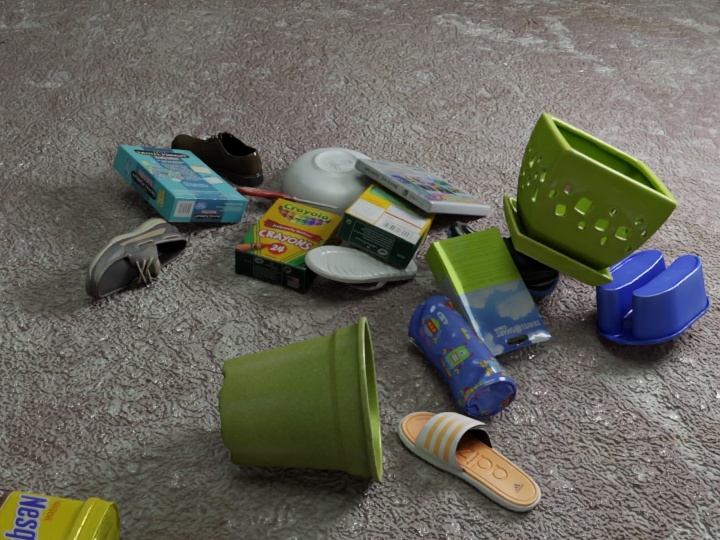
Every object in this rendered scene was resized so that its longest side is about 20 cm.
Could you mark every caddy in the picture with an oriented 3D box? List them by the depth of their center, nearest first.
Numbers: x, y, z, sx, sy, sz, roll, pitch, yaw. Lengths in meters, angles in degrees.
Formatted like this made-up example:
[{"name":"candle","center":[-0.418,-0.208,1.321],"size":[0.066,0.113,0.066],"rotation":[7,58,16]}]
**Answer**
[{"name":"caddy","center":[0.452,0.049,1.390],"size":[0.199,0.106,0.141],"rotation":[-29,27,-34]}]

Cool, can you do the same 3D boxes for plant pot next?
[{"name":"plant pot","center":[-0.073,0.167,1.109],"size":[0.182,0.202,0.201],"rotation":[-6,37,3]},{"name":"plant pot","center":[0.332,-0.102,1.378],"size":[0.199,0.182,0.199],"rotation":[25,23,-10]}]

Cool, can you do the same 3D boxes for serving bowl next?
[{"name":"serving bowl","center":[-0.044,-0.172,1.644],"size":[0.198,0.066,0.201],"rotation":[5,36,-3]}]

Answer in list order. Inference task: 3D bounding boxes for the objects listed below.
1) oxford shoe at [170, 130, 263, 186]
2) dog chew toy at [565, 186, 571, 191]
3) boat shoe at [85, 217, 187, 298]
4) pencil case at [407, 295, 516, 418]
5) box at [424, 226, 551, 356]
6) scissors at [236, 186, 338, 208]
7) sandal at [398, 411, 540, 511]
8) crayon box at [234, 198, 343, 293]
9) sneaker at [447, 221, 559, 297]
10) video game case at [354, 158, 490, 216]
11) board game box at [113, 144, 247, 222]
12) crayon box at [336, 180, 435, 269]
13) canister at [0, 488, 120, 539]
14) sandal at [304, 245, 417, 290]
[{"name":"oxford shoe","center":[-0.268,-0.229,1.675],"size":[0.198,0.085,0.073],"rotation":[18,40,18]},{"name":"dog chew toy","center":[0.403,-0.098,1.569],"size":[0.123,0.125,0.201],"rotation":[8,45,2]},{"name":"boat shoe","center":[-0.344,-0.019,1.393],"size":[0.073,0.075,0.200],"rotation":[21,40,19]},{"name":"pencil case","center":[0.137,0.122,1.268],"size":[0.087,0.078,0.200],"rotation":[-34,46,-2]},{"name":"box","center":[0.193,0.038,1.364],"size":[0.121,0.048,0.201],"rotation":[-14,66,-22]},{"name":"scissors","center":[-0.126,-0.129,1.585],"size":[0.198,0.014,0.073],"rotation":[9,5,12]},{"name":"sandal","center":[0.144,0.226,1.147],"size":[0.206,0.060,0.079],"rotation":[28,42,27]},{"name":"crayon box","center":[-0.110,-0.053,1.490],"size":[0.126,0.051,0.200],"rotation":[16,37,13]},{"name":"sneaker","center":[0.237,-0.033,1.467],"size":[0.198,0.083,0.071],"rotation":[28,33,14]},{"name":"video game case","center":[0.113,-0.149,1.607],"size":[0.182,0.024,0.199],"rotation":[35,21,32]},{"name":"board game box","center":[-0.314,-0.150,1.555],"size":[0.150,0.047,0.200],"rotation":[-1,32,-45]},{"name":"crayon box","center":[0.050,-0.082,1.509],"size":[0.125,0.052,0.200],"rotation":[25,27,7]},{"name":"canister","center":[-0.377,0.303,0.952],"size":[0.198,0.087,0.149],"rotation":[7,36,4]},{"name":"sandal","center":[0.003,0.005,1.432],"size":[0.201,0.050,0.083],"rotation":[3,36,-29]}]
